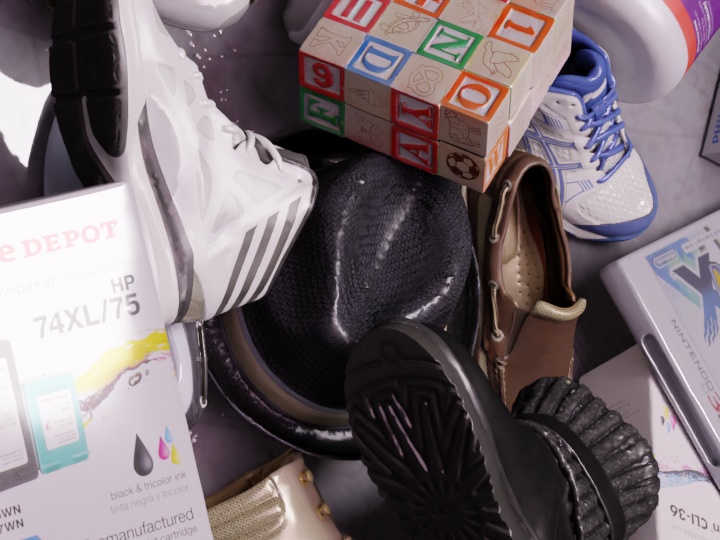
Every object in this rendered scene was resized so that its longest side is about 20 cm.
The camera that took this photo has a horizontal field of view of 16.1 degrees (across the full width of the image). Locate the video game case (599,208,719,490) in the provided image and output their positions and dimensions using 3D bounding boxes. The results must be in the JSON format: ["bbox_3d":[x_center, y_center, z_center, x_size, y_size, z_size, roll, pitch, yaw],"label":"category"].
[{"bbox_3d":[0.247,0.051,1.576,0.200,0.022,0.183,-23,82,-50],"label":"video game case"}]

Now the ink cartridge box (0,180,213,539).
[{"bbox_3d":[-0.185,0.072,1.273,0.146,0.146,0.201,-15,93,-34],"label":"ink cartridge box"}]

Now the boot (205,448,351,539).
[{"bbox_3d":[0.001,0.167,1.414,0.199,0.073,0.156,-22,89,-16],"label":"boot"}]

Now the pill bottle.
[{"bbox_3d":[0.193,-0.205,1.571,0.113,0.112,0.200,48,62,-20],"label":"pill bottle"}]

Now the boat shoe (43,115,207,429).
[{"bbox_3d":[-0.118,-0.006,1.374,0.066,0.070,0.201,32,41,-67],"label":"boat shoe"}]

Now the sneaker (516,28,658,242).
[{"bbox_3d":[0.122,-0.093,1.528,0.200,0.088,0.075,46,62,-23],"label":"sneaker"}]

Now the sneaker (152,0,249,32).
[{"bbox_3d":[-0.124,-0.207,1.305,0.070,0.080,0.201,-44,99,-28],"label":"sneaker"}]

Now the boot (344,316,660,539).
[{"bbox_3d":[0.080,0.090,1.393,0.158,0.079,0.212,-48,119,-49],"label":"boot"}]

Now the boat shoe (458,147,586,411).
[{"bbox_3d":[0.096,0.029,1.501,0.074,0.075,0.204,-14,97,-33],"label":"boat shoe"}]

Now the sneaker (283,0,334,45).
[{"bbox_3d":[-0.009,-0.223,1.479,0.082,0.075,0.201,20,77,5],"label":"sneaker"}]

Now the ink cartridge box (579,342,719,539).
[{"bbox_3d":[0.194,0.156,1.521,0.116,0.067,0.201,25,50,-32],"label":"ink cartridge box"}]

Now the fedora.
[{"bbox_3d":[0.000,0.000,1.409,0.200,0.092,0.202,10,64,-22],"label":"fedora"}]

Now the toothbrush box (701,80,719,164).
[{"bbox_3d":[0.322,-0.134,1.597,0.085,0.200,0.147,24,74,-28],"label":"toothbrush box"}]

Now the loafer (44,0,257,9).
[{"bbox_3d":[-0.140,-0.170,1.374,0.199,0.076,0.068,13,79,-22],"label":"loafer"}]

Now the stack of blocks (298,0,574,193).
[{"bbox_3d":[0.061,-0.149,1.423,0.115,0.059,0.200,22,55,16],"label":"stack of blocks"}]

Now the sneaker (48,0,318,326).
[{"bbox_3d":[-0.089,-0.074,1.318,0.115,0.076,0.202,-13,96,-33],"label":"sneaker"}]
